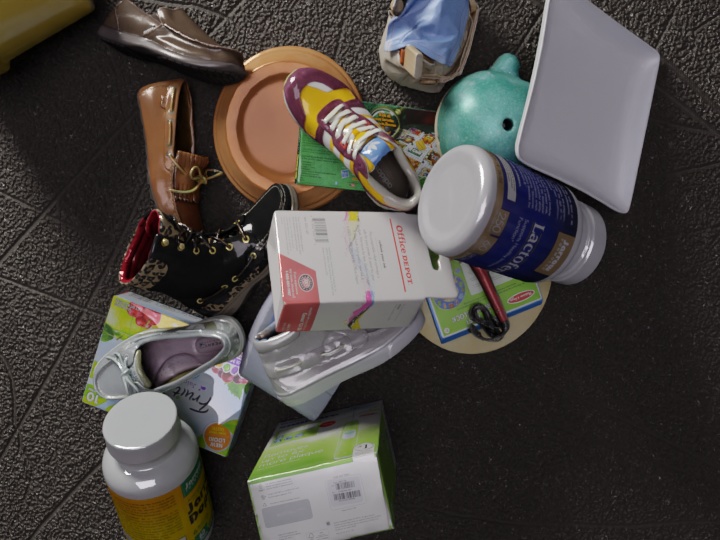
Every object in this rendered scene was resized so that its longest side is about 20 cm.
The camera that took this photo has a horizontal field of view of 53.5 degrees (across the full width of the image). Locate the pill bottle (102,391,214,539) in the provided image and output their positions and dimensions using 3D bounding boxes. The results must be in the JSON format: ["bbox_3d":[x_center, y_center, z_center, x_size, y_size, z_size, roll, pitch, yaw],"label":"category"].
[{"bbox_3d":[-0.241,0.245,0.847,0.110,0.114,0.204,1,126,4],"label":"pill bottle"}]

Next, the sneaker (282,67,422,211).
[{"bbox_3d":[-0.002,-0.148,0.793,0.199,0.090,0.075,43,86,-15],"label":"sneaker"}]

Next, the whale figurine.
[{"bbox_3d":[0.186,-0.171,0.825,0.195,0.104,0.163,-10,98,-8],"label":"whale figurine"}]

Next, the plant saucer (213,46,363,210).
[{"bbox_3d":[-0.088,-0.173,0.880,0.195,0.037,0.206,0,94,4],"label":"plant saucer"}]

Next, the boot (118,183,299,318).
[{"bbox_3d":[-0.174,-0.034,0.831,0.201,0.149,0.074,-49,46,21],"label":"boot"}]

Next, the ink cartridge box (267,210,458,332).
[{"bbox_3d":[0.000,0.000,0.798,0.195,0.068,0.119,0,59,-16],"label":"ink cartridge box"}]

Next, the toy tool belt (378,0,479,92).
[{"bbox_3d":[0.078,-0.313,0.813,0.122,0.123,0.205,8,95,3],"label":"toy tool belt"}]

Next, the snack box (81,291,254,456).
[{"bbox_3d":[-0.234,0.129,0.906,0.196,0.053,0.145,20,96,1],"label":"snack box"}]

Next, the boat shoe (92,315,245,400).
[{"bbox_3d":[-0.233,0.106,0.843,0.197,0.065,0.076,-16,92,10],"label":"boat shoe"}]

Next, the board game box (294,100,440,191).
[{"bbox_3d":[0.022,-0.146,0.857,0.195,0.023,0.108,5,98,-13],"label":"board game box"}]

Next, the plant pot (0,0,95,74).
[{"bbox_3d":[-0.418,-0.338,0.819,0.185,0.201,0.205,-21,94,-11],"label":"plant pot"}]

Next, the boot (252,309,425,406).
[{"bbox_3d":[-0.025,0.068,0.823,0.197,0.074,0.097,-30,111,-8],"label":"boot"}]

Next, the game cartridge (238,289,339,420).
[{"bbox_3d":[-0.056,0.066,0.871,0.132,0.041,0.202,33,88,-21],"label":"game cartridge"}]

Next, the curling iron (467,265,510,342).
[{"bbox_3d":[0.127,-0.009,0.843,0.048,0.026,0.205,-19,94,-4],"label":"curling iron"}]

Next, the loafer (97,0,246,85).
[{"bbox_3d":[-0.222,-0.280,0.852,0.196,0.073,0.073,21,91,10],"label":"loafer"}]

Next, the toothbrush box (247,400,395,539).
[{"bbox_3d":[-0.036,0.231,0.829,0.142,0.200,0.088,-13,93,5],"label":"toothbrush box"}]

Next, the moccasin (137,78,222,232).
[{"bbox_3d":[-0.217,-0.131,0.878,0.076,0.074,0.207,-10,85,13],"label":"moccasin"}]

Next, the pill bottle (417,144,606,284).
[{"bbox_3d":[0.169,-0.052,0.779,0.196,0.115,0.118,15,97,-31],"label":"pill bottle"}]

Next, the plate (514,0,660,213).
[{"bbox_3d":[0.253,-0.188,0.807,0.196,0.032,0.205,17,83,-33],"label":"plate"}]

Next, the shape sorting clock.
[{"bbox_3d":[0.139,0.001,0.878,0.194,0.039,0.206,0,93,-3],"label":"shape sorting clock"}]
